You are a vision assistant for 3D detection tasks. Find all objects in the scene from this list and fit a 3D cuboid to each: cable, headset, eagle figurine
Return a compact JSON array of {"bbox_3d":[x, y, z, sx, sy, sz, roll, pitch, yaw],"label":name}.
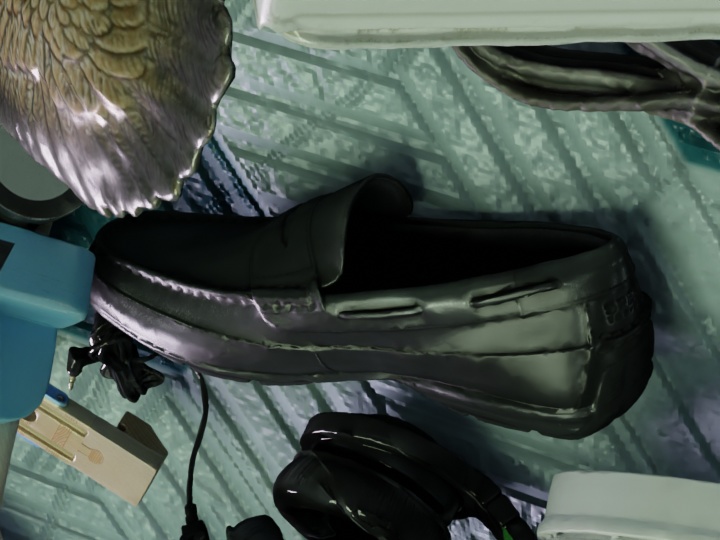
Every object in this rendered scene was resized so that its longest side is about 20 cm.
[{"bbox_3d":[0.108,-0.038,0.834,0.200,0.050,0.097,34,139,7],"label":"cable"},{"bbox_3d":[-0.020,0.091,0.998,0.200,0.123,0.094,44,167,23],"label":"headset"},{"bbox_3d":[-0.093,-0.111,0.825,0.151,0.200,0.152,13,112,1],"label":"eagle figurine"}]

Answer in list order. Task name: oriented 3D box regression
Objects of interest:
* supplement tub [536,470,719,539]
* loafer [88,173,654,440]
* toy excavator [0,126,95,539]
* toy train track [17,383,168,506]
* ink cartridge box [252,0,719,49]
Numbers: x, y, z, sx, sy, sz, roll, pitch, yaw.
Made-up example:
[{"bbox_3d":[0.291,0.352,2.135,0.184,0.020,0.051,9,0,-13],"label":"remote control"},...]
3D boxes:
[{"bbox_3d":[0.100,0.171,0.890,0.145,0.201,0.145,11,170,2],"label":"supplement tub"},{"bbox_3d":[0.000,0.000,0.947,0.200,0.068,0.071,10,123,26],"label":"loafer"},{"bbox_3d":[-0.137,0.042,0.954,0.194,0.201,0.100,18,163,-31],"label":"toy excavator"},{"bbox_3d":[-0.155,0.017,1.067,0.199,0.033,0.115,32,132,2],"label":"toy train track"},{"bbox_3d":[0.049,-0.154,0.702,0.145,0.085,0.201,-2,135,-10],"label":"ink cartridge box"}]
